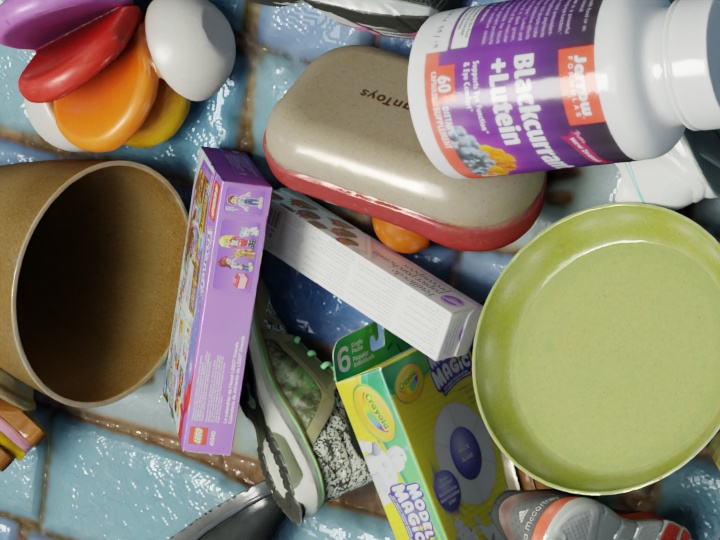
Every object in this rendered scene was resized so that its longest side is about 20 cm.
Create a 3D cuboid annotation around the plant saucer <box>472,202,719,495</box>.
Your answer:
[{"bbox_3d":[0.170,0.054,1.368,0.200,0.031,0.200,-11,68,27],"label":"plant saucer"}]

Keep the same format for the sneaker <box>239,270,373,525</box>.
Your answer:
[{"bbox_3d":[-0.043,0.089,1.546,0.077,0.088,0.200,126,129,-64],"label":"sneaker"}]

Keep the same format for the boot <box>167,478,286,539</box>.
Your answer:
[{"bbox_3d":[-0.063,0.272,1.591,0.165,0.066,0.200,-37,81,37],"label":"boot"}]

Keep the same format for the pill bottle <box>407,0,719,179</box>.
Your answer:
[{"bbox_3d":[0.140,-0.120,1.289,0.200,0.111,0.112,-5,99,32],"label":"pill bottle"}]

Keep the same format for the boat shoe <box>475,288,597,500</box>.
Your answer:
[{"bbox_3d":[0.139,0.110,1.445,0.068,0.072,0.200,-15,95,30],"label":"boat shoe"}]

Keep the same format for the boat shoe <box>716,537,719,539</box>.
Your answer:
[{"bbox_3d":[0.337,0.173,1.366,0.200,0.071,0.091,8,97,23],"label":"boat shoe"}]

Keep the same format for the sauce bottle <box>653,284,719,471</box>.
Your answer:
[{"bbox_3d":[0.254,0.096,1.360,0.066,0.066,0.200,-41,58,29],"label":"sauce bottle"}]

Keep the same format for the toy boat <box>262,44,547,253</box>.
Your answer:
[{"bbox_3d":[0.034,-0.065,1.447,0.200,0.131,0.131,20,141,23],"label":"toy boat"}]

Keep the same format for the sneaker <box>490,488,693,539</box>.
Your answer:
[{"bbox_3d":[0.159,0.185,1.404,0.082,0.200,0.077,24,82,42],"label":"sneaker"}]

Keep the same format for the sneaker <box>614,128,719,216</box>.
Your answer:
[{"bbox_3d":[0.169,-0.127,1.376,0.080,0.070,0.201,-24,91,32],"label":"sneaker"}]

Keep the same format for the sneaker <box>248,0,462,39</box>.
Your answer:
[{"bbox_3d":[-0.021,-0.224,1.450,0.200,0.080,0.087,17,89,14],"label":"sneaker"}]

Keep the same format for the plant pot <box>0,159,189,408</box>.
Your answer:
[{"bbox_3d":[-0.260,-0.009,1.581,0.200,0.186,0.187,15,109,38],"label":"plant pot"}]

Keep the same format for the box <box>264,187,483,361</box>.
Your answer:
[{"bbox_3d":[0.000,0.000,1.483,0.200,0.039,0.042,32,117,34],"label":"box"}]

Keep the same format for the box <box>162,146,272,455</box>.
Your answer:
[{"bbox_3d":[-0.107,0.020,1.509,0.039,0.137,0.200,7,103,-13],"label":"box"}]

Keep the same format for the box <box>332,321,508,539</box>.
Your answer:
[{"bbox_3d":[0.054,0.126,1.466,0.048,0.117,0.200,-22,91,36],"label":"box"}]

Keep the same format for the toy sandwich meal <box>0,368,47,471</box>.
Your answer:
[{"bbox_3d":[-0.339,0.077,1.628,0.205,0.205,0.070,34,86,17],"label":"toy sandwich meal"}]

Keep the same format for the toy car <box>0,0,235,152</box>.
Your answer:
[{"bbox_3d":[-0.206,-0.180,1.510,0.175,0.150,0.200,-22,91,30],"label":"toy car"}]
